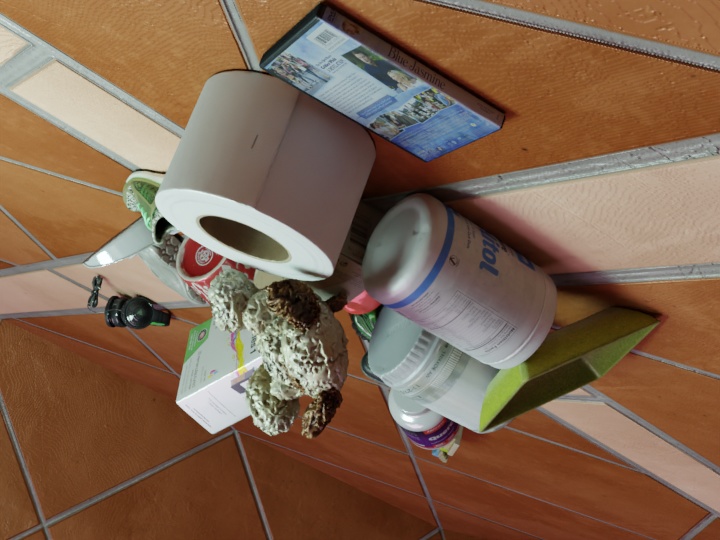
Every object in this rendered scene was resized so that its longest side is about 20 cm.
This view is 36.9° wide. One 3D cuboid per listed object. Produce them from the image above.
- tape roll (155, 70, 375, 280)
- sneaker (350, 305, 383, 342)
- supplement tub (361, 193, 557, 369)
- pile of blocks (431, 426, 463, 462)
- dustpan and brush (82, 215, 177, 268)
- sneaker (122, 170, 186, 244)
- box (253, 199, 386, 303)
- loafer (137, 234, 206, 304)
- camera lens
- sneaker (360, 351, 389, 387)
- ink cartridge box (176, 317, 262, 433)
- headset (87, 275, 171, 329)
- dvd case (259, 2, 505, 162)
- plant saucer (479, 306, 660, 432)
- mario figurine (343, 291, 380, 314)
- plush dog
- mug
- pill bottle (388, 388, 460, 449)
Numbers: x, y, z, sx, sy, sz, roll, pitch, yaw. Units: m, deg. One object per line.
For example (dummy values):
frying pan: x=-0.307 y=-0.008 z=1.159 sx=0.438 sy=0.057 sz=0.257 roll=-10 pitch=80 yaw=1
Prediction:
tape roll: x=-0.098 y=-0.094 z=1.132 sx=0.200 sy=0.141 sz=0.203 roll=19 pitch=164 yaw=6
sneaker: x=0.081 y=0.101 z=1.613 sx=0.198 sy=0.079 sz=0.085 roll=23 pitch=162 yaw=-5
supplement tub: x=0.111 y=0.013 z=1.223 sx=0.199 sy=0.134 sz=0.131 roll=29 pitch=161 yaw=-28
pile of blocks: x=0.161 y=0.356 z=2.278 sx=0.061 sy=0.083 sz=0.200 roll=21 pitch=163 yaw=-3
dustpan and brush: x=-0.294 y=-0.058 z=1.563 sx=0.199 sy=0.140 sz=0.058 roll=-30 pitch=103 yaw=30
sneaker: x=-0.274 y=-0.081 z=1.460 sx=0.077 sy=0.090 sz=0.199 roll=32 pitch=160 yaw=-34
box: x=-0.053 y=-0.002 z=1.322 sx=0.077 sy=0.096 sz=0.200 roll=26 pitch=140 yaw=-25
loafer: x=-0.304 y=-0.010 z=1.757 sx=0.069 sy=0.070 sz=0.201 roll=16 pitch=155 yaw=31
camera lens: x=0.130 y=0.115 z=1.456 sx=0.198 sy=0.162 sz=0.159 roll=28 pitch=161 yaw=-22
sneaker: x=0.090 y=0.152 z=1.766 sx=0.197 sy=0.077 sz=0.114 roll=12 pitch=159 yaw=18
ink cartridge box: x=-0.145 y=0.112 z=1.483 sx=0.198 sy=0.146 sz=0.084 roll=-29 pitch=124 yaw=23
headset: x=-0.481 y=0.073 z=2.242 sx=0.122 sy=0.096 sz=0.199 roll=1 pitch=170 yaw=38
dvd case: x=0.017 y=-0.165 z=0.989 sx=0.198 sy=0.018 sz=0.142 roll=27 pitch=162 yaw=-20
plant saucer: x=0.243 y=0.115 z=1.335 sx=0.197 sy=0.048 sz=0.201 roll=-21 pitch=159 yaw=-19
mario figurine: x=0.000 y=0.000 z=1.444 sx=0.107 sy=0.122 sz=0.200 roll=60 pitch=170 yaw=2
plush dog: x=-0.063 y=0.083 z=1.192 sx=0.172 sy=0.159 sz=0.203 roll=-151 pitch=41 yaw=-69
mug: x=-0.184 y=0.018 z=1.595 sx=0.176 sy=0.135 sz=0.200 roll=5 pitch=153 yaw=38
pill bottle: x=0.115 y=0.248 z=1.955 sx=0.111 sy=0.114 sz=0.200 roll=14 pitch=162 yaw=20
